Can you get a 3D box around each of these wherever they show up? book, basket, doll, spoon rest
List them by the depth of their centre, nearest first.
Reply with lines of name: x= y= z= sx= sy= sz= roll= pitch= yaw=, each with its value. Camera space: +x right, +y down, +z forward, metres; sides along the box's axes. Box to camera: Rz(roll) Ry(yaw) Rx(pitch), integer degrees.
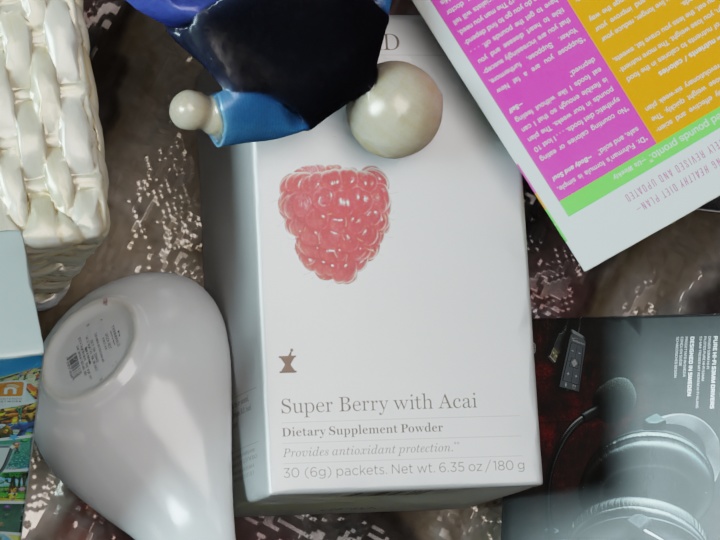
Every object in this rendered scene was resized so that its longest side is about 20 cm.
doll: x=-0.040 y=-0.117 z=1.123 sx=0.200 sy=0.048 sz=0.137 roll=43 pitch=80 yaw=-18
book: x=0.093 y=-0.117 z=1.150 sx=0.133 sy=0.048 sz=0.200 roll=-30 pitch=97 yaw=16
basket: x=-0.215 y=-0.077 z=1.161 sx=0.197 sy=0.161 sz=0.201 roll=-6 pitch=84 yaw=-16
spoon rest: x=-0.088 y=0.079 z=1.173 sx=0.099 sy=0.200 sz=0.061 roll=-33 pitch=131 yaw=14

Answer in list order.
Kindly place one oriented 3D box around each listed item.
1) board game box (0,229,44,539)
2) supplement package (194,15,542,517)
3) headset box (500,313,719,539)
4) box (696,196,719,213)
board game box: x=-0.206 y=0.072 z=1.115 sx=0.147 sy=0.200 sz=0.064 roll=-4 pitch=53 yaw=-15
supplement package: x=0.000 y=0.000 z=1.222 sx=0.121 sy=0.120 sz=0.201 roll=-2 pitch=81 yaw=-14
headset box: x=0.164 y=0.096 z=1.213 sx=0.199 sy=0.077 sz=0.150 roll=-2 pitch=79 yaw=31
box: x=0.178 y=-0.103 z=1.193 sx=0.199 sy=0.044 sz=0.161 roll=7 pitch=102 yaw=15
